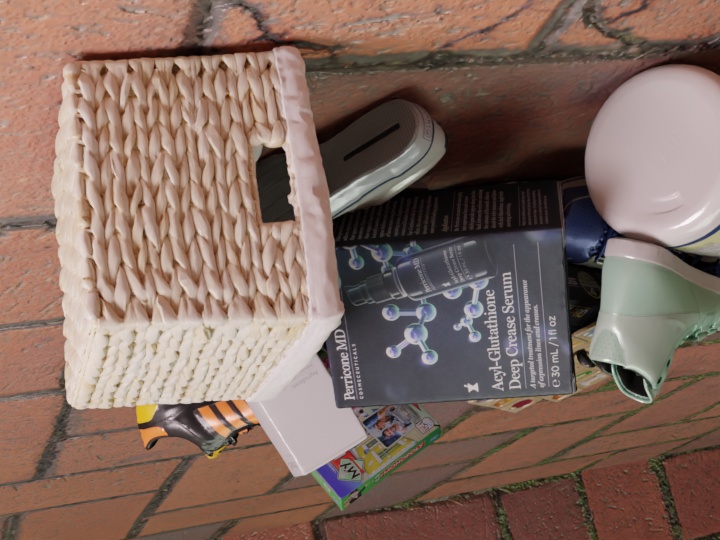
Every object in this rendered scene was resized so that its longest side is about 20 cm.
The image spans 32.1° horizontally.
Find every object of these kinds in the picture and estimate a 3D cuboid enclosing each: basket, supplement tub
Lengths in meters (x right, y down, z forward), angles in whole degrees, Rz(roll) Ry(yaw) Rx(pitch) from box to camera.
[{"bbox_3d":[-0.121,-0.021,0.853,0.160,0.199,0.200,-3,160,-17],"label":"basket"},{"bbox_3d":[0.296,-0.084,1.041,0.145,0.145,0.200,-28,157,38],"label":"supplement tub"}]

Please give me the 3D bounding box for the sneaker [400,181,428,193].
[{"bbox_3d":[0.000,0.000,1.130,0.077,0.112,0.200,1,157,-39],"label":"sneaker"}]

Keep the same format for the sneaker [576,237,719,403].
[{"bbox_3d":[0.251,0.054,1.033,0.074,0.119,0.200,11,174,46],"label":"sneaker"}]

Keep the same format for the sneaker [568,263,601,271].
[{"bbox_3d":[0.257,-0.011,1.312,0.098,0.071,0.200,-23,179,3],"label":"sneaker"}]

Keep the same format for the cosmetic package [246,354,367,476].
[{"bbox_3d":[-0.080,0.087,1.138,0.074,0.200,0.102,-30,175,-12],"label":"cosmetic package"}]

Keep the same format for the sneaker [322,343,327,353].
[{"bbox_3d":[-0.011,0.056,1.208,0.079,0.200,0.074,-37,156,-59],"label":"sneaker"}]

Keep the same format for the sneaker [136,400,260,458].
[{"bbox_3d":[-0.126,0.143,1.247,0.199,0.090,0.070,1,-177,6],"label":"sneaker"}]

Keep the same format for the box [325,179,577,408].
[{"bbox_3d":[0.072,0.019,1.028,0.199,0.149,0.107,-5,-156,9],"label":"box"}]

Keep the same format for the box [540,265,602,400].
[{"bbox_3d":[0.183,0.065,1.200,0.200,0.049,0.161,7,140,-45],"label":"box"}]

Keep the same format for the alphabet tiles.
[{"bbox_3d":[0.206,0.087,1.178,0.200,0.006,0.166,-30,155,25],"label":"alphabet tiles"}]

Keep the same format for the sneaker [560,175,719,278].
[{"bbox_3d":[0.264,-0.018,1.135,0.199,0.115,0.081,16,106,-35],"label":"sneaker"}]

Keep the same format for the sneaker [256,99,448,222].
[{"bbox_3d":[-0.019,-0.065,0.986,0.200,0.073,0.071,-23,156,25],"label":"sneaker"}]

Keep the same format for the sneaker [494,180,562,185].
[{"bbox_3d":[0.160,-0.039,1.182,0.199,0.080,0.078,-6,161,-19],"label":"sneaker"}]

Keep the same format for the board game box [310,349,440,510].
[{"bbox_3d":[-0.028,0.142,1.337,0.134,0.200,0.029,-34,150,-20],"label":"board game box"}]
